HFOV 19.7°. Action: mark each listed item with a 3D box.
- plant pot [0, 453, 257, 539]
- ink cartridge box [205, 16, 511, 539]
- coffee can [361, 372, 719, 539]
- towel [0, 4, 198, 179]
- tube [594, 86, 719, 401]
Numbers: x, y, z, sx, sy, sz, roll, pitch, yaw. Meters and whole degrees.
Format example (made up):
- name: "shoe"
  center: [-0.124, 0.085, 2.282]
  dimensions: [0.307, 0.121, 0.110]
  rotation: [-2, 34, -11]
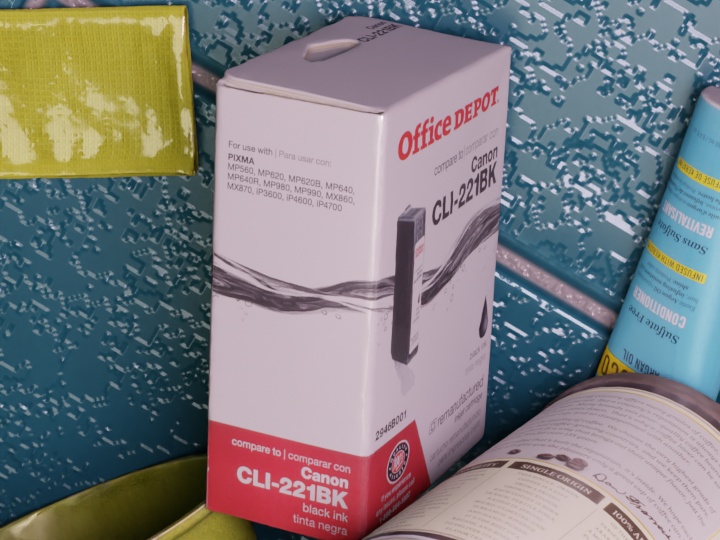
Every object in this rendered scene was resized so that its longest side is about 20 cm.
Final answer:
- name: "plant pot"
  center: [-0.113, 0.218, 0.990]
  dimensions: [0.200, 0.200, 0.194]
  rotation: [-21, 97, 15]
- name: "ink cartridge box"
  center: [0.000, 0.000, 0.932]
  dimensions: [0.083, 0.144, 0.201]
  rotation: [11, 111, 23]
- name: "coffee can"
  center: [0.084, 0.145, 0.902]
  dimensions: [0.146, 0.200, 0.147]
  rotation: [13, 114, 32]
- name: "towel"
  center: [-0.179, -0.085, 1.006]
  dimensions: [0.199, 0.018, 0.086]
  rotation: [0, 110, 9]
- name: "tube"
  center: [0.152, 0.016, 0.971]
  dimensions: [0.050, 0.077, 0.201]
  rotation: [1, 115, -35]
